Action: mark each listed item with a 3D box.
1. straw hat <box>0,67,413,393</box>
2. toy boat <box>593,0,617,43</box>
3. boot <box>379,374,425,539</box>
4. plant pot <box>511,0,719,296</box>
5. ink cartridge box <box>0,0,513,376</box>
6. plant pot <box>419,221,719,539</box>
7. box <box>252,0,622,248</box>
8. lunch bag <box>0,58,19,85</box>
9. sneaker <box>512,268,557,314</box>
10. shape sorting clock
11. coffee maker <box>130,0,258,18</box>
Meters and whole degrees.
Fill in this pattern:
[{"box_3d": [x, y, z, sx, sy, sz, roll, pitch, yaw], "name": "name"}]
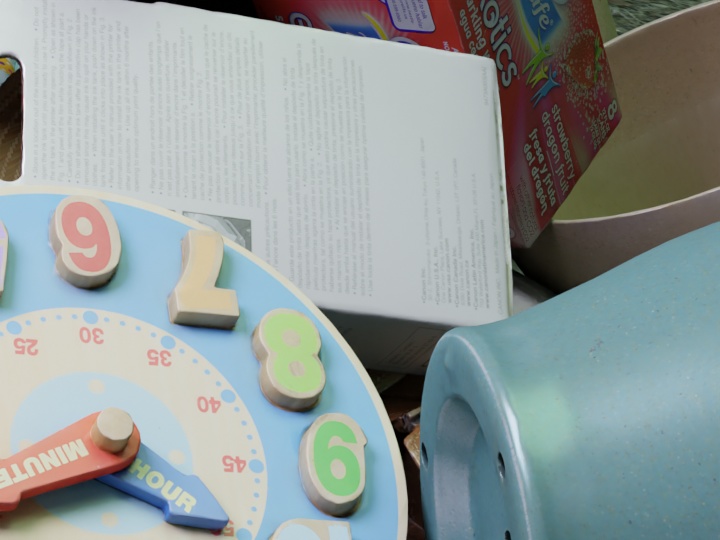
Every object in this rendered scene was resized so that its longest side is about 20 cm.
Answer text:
[{"box_3d": [-0.071, 0.009, 0.976, 0.201, 0.085, 0.201, 16, 41, -14], "name": "straw hat"}, {"box_3d": [0.061, -0.097, 1.420, 0.130, 0.131, 0.200, -11, 2, 34], "name": "toy boat"}, {"box_3d": [0.089, 0.076, 0.934, 0.200, 0.074, 0.155, 13, 17, 40], "name": "boot"}, {"box_3d": [0.165, -0.019, 1.133, 0.200, 0.135, 0.200, -21, 24, 10], "name": "plant pot"}, {"box_3d": [-0.047, -0.031, 0.902, 0.199, 0.109, 0.050, 8, -25, -22], "name": "ink cartridge box"}, {"box_3d": [0.121, 0.073, 0.790, 0.187, 0.201, 0.200, -7, 21, -11], "name": "plant pot"}, {"box_3d": [0.023, -0.116, 1.035, 0.099, 0.200, 0.096, 9, 44, 34], "name": "box"}, {"box_3d": [-0.231, -0.080, 1.175, 0.160, 0.077, 0.200, 11, 17, -7], "name": "lunch bag"}, {"box_3d": [0.000, 0.000, 1.100, 0.200, 0.073, 0.085, 27, 20, 35], "name": "sneaker"}, {"box_3d": [-0.078, 0.055, 0.785, 0.199, 0.039, 0.200, 12, 55, -18], "name": "shape sorting clock"}, {"box_3d": [-0.067, -0.132, 1.112, 0.192, 0.135, 0.200, 4, -8, 16], "name": "coffee maker"}]
